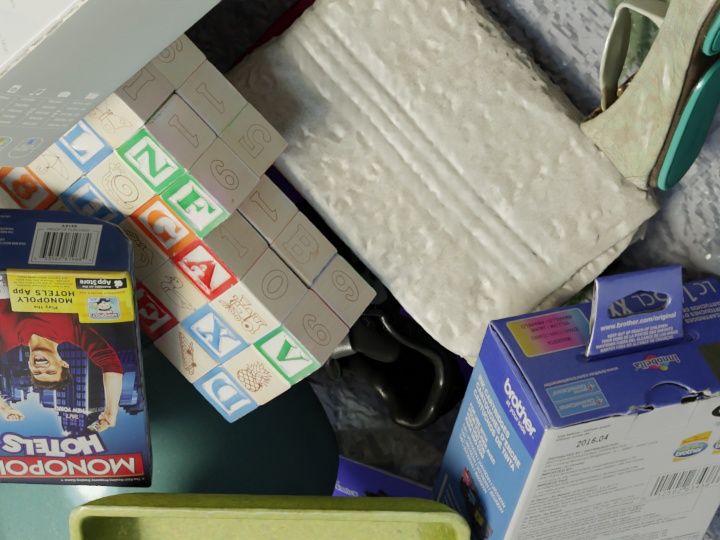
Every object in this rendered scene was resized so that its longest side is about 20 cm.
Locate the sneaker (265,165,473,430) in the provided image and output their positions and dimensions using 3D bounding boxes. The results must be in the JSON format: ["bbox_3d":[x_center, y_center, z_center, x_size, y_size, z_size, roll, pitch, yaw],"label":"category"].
[{"bbox_3d":[0.001,0.000,1.156,0.069,0.100,0.201,-16,119,37],"label":"sneaker"}]

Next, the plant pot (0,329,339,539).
[{"bbox_3d":[-0.124,0.077,1.237,0.199,0.200,0.135,8,134,31],"label":"plant pot"}]

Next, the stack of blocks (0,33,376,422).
[{"bbox_3d":[-0.088,-0.032,1.079,0.200,0.059,0.115,47,139,-9],"label":"stack of blocks"}]

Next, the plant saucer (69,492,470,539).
[{"bbox_3d":[-0.041,0.185,1.160,0.198,0.048,0.201,1,125,4],"label":"plant saucer"}]

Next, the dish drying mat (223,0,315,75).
[{"bbox_3d":[-0.049,-0.075,1.196,0.077,0.018,0.200,38,137,-11],"label":"dish drying mat"}]

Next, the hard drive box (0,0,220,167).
[{"bbox_3d":[-0.134,-0.161,0.953,0.200,0.077,0.157,-35,69,33],"label":"hard drive box"}]

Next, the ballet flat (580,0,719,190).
[{"bbox_3d":[0.145,-0.115,0.998,0.062,0.067,0.201,39,138,16],"label":"ballet flat"}]

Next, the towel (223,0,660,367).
[{"bbox_3d":[0.040,-0.059,1.098,0.132,0.034,0.200,-41,96,10],"label":"towel"}]

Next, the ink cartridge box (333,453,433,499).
[{"bbox_3d":[0.034,0.203,1.305,0.198,0.043,0.201,12,132,57],"label":"ink cartridge box"}]

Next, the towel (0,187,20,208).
[{"bbox_3d":[-0.184,-0.059,1.225,0.199,0.035,0.133,2,147,29],"label":"towel"}]

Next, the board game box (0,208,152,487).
[{"bbox_3d":[-0.203,0.052,1.115,0.198,0.062,0.201,2,134,2],"label":"board game box"}]

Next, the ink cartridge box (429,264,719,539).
[{"bbox_3d":[0.120,0.084,1.117,0.201,0.136,0.077,107,144,-45],"label":"ink cartridge box"}]
